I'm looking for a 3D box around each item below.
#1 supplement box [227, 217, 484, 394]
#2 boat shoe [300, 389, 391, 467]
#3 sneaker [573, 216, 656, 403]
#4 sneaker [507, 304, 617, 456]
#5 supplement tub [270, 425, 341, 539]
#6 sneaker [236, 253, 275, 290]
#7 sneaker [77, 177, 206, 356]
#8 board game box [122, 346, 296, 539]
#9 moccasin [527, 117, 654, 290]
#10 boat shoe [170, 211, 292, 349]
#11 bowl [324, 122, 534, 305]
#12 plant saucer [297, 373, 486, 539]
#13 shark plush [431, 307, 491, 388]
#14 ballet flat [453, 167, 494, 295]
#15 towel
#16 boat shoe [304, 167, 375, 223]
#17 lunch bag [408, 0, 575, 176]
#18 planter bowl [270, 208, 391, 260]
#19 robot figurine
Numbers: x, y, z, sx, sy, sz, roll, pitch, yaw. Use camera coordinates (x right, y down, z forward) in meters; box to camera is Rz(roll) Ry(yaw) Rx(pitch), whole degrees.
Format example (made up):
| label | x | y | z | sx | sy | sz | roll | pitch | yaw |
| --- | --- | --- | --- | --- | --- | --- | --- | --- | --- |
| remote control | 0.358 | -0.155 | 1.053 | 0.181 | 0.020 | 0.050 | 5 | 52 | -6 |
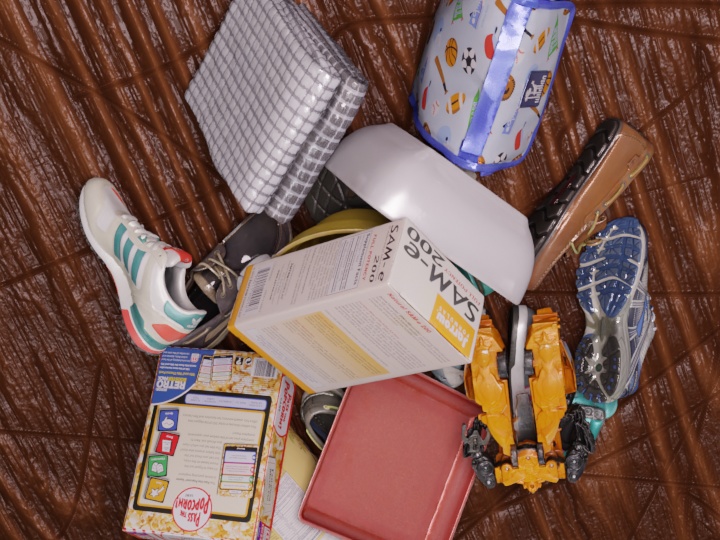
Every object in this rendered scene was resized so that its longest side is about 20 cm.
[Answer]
| label | x | y | z | sx | sy | sz | roll | pitch | yaw |
| --- | --- | --- | --- | --- | --- | --- | --- | --- | --- |
| supplement box | -0.005 | 0.037 | 1.057 | 0.198 | 0.074 | 0.126 | -15 | 136 | 38 |
| boat shoe | 0.011 | 0.212 | 1.361 | 0.201 | 0.060 | 0.072 | 40 | 107 | -14 |
| sneaker | 0.282 | 0.044 | 1.278 | 0.084 | 0.076 | 0.204 | 12 | 88 | -46 |
| sneaker | 0.226 | 0.128 | 1.309 | 0.119 | 0.084 | 0.203 | -4 | 119 | 8 |
| supplement tub | -0.100 | 0.265 | 1.339 | 0.145 | 0.146 | 0.201 | -35 | 108 | 14 |
| sneaker | -0.063 | 0.075 | 1.265 | 0.075 | 0.087 | 0.201 | -39 | 134 | -4 |
| sneaker | -0.224 | -0.018 | 1.237 | 0.093 | 0.070 | 0.202 | -27 | 80 | 23 |
| board game box | -0.156 | 0.185 | 1.234 | 0.149 | 0.203 | 0.046 | 3 | 158 | 17 |
| moccasin | 0.235 | -0.062 | 1.241 | 0.077 | 0.074 | 0.203 | 34 | 92 | -19 |
| boat shoe | -0.145 | 0.015 | 1.267 | 0.074 | 0.073 | 0.201 | 41 | 109 | 14 |
| bowl | 0.072 | -0.065 | 1.106 | 0.198 | 0.200 | 0.075 | 32 | 97 | -23 |
| plant saucer | 0.039 | 0.214 | 1.314 | 0.198 | 0.037 | 0.202 | 27 | 79 | -25 |
| shark plush | 0.052 | 0.056 | 1.298 | 0.199 | 0.092 | 0.083 | 33 | 140 | -17 |
| ballet flat | 0.104 | -0.068 | 1.254 | 0.070 | 0.067 | 0.202 | -35 | 109 | -11 |
| towel | -0.084 | -0.169 | 1.148 | 0.085 | 0.201 | 0.167 | 12 | 122 | -38 |
| boat shoe | 0.006 | -0.058 | 1.248 | 0.075 | 0.074 | 0.201 | -34 | 91 | 28 |
| lunch bag | 0.125 | -0.198 | 1.120 | 0.122 | 0.201 | 0.172 | 16 | 111 | -5 |
| planter bowl | 0.000 | 0.000 | 1.160 | 0.197 | 0.084 | 0.202 | 2 | 139 | 2 |
| robot figurine | 0.174 | 0.144 | 1.251 | 0.142 | 0.058 | 0.203 | -5 | 113 | 12 |
